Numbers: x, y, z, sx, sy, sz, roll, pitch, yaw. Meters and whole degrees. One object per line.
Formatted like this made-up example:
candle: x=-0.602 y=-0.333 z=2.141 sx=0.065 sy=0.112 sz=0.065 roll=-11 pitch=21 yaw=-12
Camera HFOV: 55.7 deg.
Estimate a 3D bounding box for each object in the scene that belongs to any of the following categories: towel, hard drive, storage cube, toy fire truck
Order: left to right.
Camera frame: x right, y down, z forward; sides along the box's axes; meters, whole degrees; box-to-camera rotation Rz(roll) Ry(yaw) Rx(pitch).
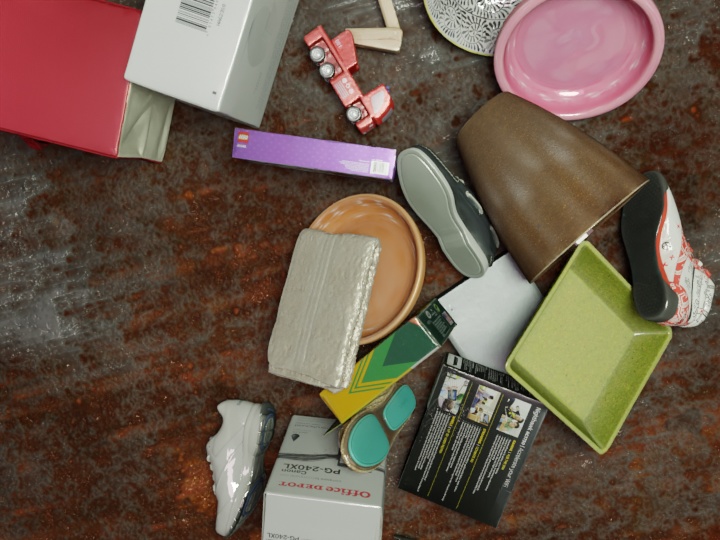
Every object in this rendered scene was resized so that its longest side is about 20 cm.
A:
storage cube: x=-0.348 y=-0.242 z=0.871 sx=0.178 sy=0.171 sz=0.202 roll=13 pitch=96 yaw=1
towel: x=-0.047 y=0.047 z=0.871 sx=0.132 sy=0.034 sz=0.202 roll=9 pitch=80 yaw=37
toy fire truck: x=0.004 y=-0.300 z=0.901 sx=0.140 sy=0.049 sz=0.201 roll=-32 pitch=93 yaw=6
hard drive: x=0.204 y=0.092 z=0.939 sx=0.139 sy=0.033 sz=0.201 roll=-34 pitch=93 yaw=7

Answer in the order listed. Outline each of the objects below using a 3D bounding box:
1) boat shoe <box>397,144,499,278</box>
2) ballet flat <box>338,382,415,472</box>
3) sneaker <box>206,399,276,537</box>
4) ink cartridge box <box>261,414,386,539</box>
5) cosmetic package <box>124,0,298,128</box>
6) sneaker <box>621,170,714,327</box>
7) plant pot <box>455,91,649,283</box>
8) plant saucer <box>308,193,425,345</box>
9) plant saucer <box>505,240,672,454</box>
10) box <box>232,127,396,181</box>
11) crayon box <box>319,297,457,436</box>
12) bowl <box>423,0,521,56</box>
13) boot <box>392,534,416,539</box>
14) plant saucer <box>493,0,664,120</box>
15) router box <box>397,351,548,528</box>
boat shoe: x=0.116 y=-0.083 z=0.879 sx=0.060 sy=0.075 sz=0.201 roll=-49 pitch=122 yaw=-31
ballet flat: x=0.011 y=0.210 z=0.890 sx=0.065 sy=0.200 sz=0.071 roll=-26 pitch=89 yaw=29
sneaker: x=-0.180 y=0.278 z=0.976 sx=0.086 sy=0.074 sz=0.202 roll=13 pitch=90 yaw=14
ink cartridge box: x=-0.039 y=0.277 z=0.888 sx=0.144 sy=0.200 sz=0.084 roll=6 pitch=105 yaw=3
cosmetic package: x=-0.171 y=-0.297 z=0.837 sx=0.122 sy=0.200 sz=0.201 roll=20 pitch=97 yaw=4
sneaker: x=0.408 y=-0.024 z=0.901 sx=0.107 sy=0.067 sz=0.204 roll=13 pitch=70 yaw=-31
plant pot: x=0.218 y=-0.120 z=0.856 sx=0.187 sy=0.187 sz=0.200 roll=-41 pitch=78 yaw=7
plant saucer: x=0.000 y=0.000 z=0.901 sx=0.198 sy=0.037 sz=0.202 roll=-8 pitch=74 yaw=30
plant saucer: x=0.289 y=0.099 z=0.886 sx=0.199 sy=0.048 sz=0.201 roll=40 pitch=76 yaw=-18
box: x=-0.052 y=-0.146 z=0.878 sx=0.198 sy=0.137 sz=0.040 roll=8 pitch=95 yaw=2
crayon box: x=0.027 y=0.124 z=0.893 sx=0.200 sy=0.127 sz=0.051 roll=-41 pitch=85 yaw=18
bowl: x=0.179 y=-0.377 z=0.840 sx=0.198 sy=0.202 sz=0.095 roll=6 pitch=56 yaw=3
boot: x=0.099 y=0.484 z=0.976 sx=0.137 sy=0.077 sz=0.202 roll=10 pitch=84 yaw=7
plant saucer: x=0.264 y=-0.276 z=0.839 sx=0.198 sy=0.201 sz=0.051 roll=5 pitch=53 yaw=3
router box: x=0.151 y=0.232 z=0.927 sx=0.148 sy=0.051 sz=0.202 roll=21 pitch=108 yaw=7
